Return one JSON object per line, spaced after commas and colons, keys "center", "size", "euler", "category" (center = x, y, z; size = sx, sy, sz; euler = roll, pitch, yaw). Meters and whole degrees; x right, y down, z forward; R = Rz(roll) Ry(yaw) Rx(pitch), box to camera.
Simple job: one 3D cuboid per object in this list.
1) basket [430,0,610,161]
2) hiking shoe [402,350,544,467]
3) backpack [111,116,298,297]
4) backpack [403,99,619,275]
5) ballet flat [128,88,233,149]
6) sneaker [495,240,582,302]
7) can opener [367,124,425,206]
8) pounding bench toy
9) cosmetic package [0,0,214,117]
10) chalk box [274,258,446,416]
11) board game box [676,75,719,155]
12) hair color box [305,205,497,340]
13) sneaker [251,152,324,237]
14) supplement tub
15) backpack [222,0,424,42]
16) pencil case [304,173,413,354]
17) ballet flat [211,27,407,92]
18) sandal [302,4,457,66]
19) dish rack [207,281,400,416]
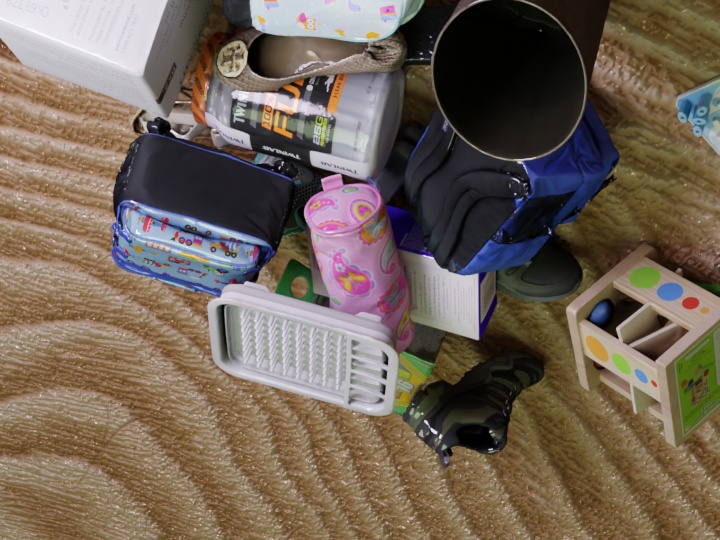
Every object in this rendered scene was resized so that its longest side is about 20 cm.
{"center": [0.154, -0.227, 1.447], "size": [0.135, 0.201, 0.181], "euler": [15, 140, 11], "category": "basket"}
{"center": [0.144, 0.164, 1.909], "size": [0.101, 0.199, 0.076], "euler": [56, 146, 20], "category": "hiking shoe"}
{"center": [-0.173, -0.048, 1.716], "size": [0.181, 0.136, 0.200], "euler": [18, 160, -10], "category": "backpack"}
{"center": [0.146, -0.088, 1.629], "size": [0.166, 0.164, 0.200], "euler": [-3, 148, -31], "category": "backpack"}
{"center": [-0.163, -0.160, 1.789], "size": [0.198, 0.066, 0.071], "euler": [3, 139, 23], "category": "ballet flat"}
{"center": [0.149, -0.031, 1.772], "size": [0.198, 0.074, 0.082], "euler": [23, 147, 0], "category": "sneaker"}
{"center": [0.030, -0.079, 1.796], "size": [0.066, 0.053, 0.201], "euler": [28, 140, 0], "category": "can opener"}
{"center": [0.336, 0.051, 1.751], "size": [0.156, 0.199, 0.125], "euler": [34, 152, 41], "category": "pounding bench toy"}
{"center": [-0.239, -0.264, 1.568], "size": [0.164, 0.166, 0.200], "euler": [21, 175, 3], "category": "cosmetic package"}
{"center": [-0.004, 0.056, 1.912], "size": [0.199, 0.125, 0.124], "euler": [25, 141, 0], "category": "chalk box"}
{"center": [0.431, -0.125, 1.567], "size": [0.199, 0.026, 0.200], "euler": [-24, 122, 42], "category": "board game box"}
{"center": [0.045, -0.007, 1.769], "size": [0.198, 0.065, 0.110], "euler": [15, 139, 17], "category": "hair color box"}
{"center": [-0.086, -0.063, 1.833], "size": [0.091, 0.078, 0.200], "euler": [25, 155, 4], "category": "sneaker"}
{"center": [-0.063, -0.172, 1.680], "size": [0.198, 0.123, 0.123], "euler": [14, 141, 10], "category": "supplement tub"}
{"center": [-0.029, -0.284, 1.527], "size": [0.198, 0.127, 0.168], "euler": [7, 129, 12], "category": "backpack"}
{"center": [0.000, 0.000, 1.692], "size": [0.087, 0.088, 0.201], "euler": [4, 134, 22], "category": "pencil case"}
{"center": [-0.053, -0.209, 1.590], "size": [0.198, 0.068, 0.046], "euler": [-1, 173, 17], "category": "ballet flat"}
{"center": [0.036, -0.225, 1.617], "size": [0.198, 0.076, 0.048], "euler": [7, 171, 14], "category": "sandal"}
{"center": [-0.053, 0.074, 1.681], "size": [0.198, 0.044, 0.172], "euler": [14, 152, 6], "category": "dish rack"}
